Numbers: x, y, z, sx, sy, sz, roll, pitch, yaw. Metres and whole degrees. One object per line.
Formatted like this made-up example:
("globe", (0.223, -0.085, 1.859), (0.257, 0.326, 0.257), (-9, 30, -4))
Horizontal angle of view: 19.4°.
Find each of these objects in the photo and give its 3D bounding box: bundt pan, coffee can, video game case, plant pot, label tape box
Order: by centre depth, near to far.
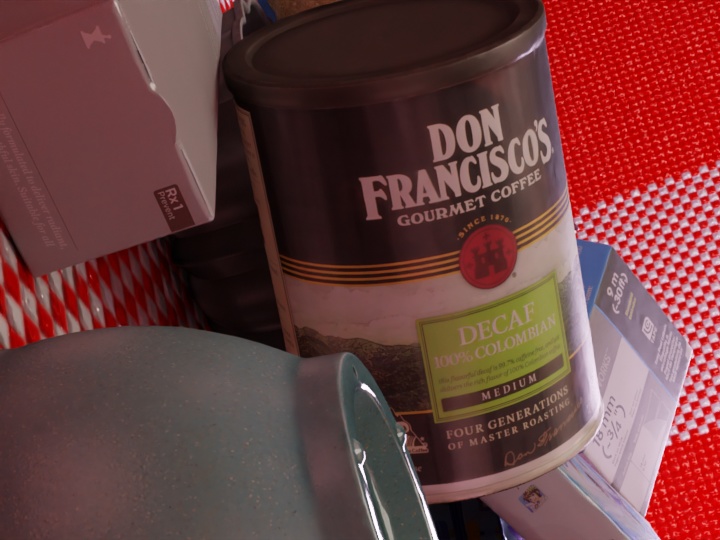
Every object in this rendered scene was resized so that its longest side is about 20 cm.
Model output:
("plant pot", (-0.045, 0.103, 0.714), (0.200, 0.134, 0.201), (-19, 90, -82))
("coffee can", (0.027, -0.015, 0.968), (0.146, 0.146, 0.201), (-87, 167, -68))
("bundt pan", (-0.060, -0.039, 1.116), (0.202, 0.075, 0.203), (-19, 90, -82))
("video game case", (0.107, 0.124, 1.182), (0.181, 0.045, 0.200), (43, 4, -9))
("label tape box", (0.144, 0.062, 1.446), (0.200, 0.063, 0.145), (47, 53, -40))

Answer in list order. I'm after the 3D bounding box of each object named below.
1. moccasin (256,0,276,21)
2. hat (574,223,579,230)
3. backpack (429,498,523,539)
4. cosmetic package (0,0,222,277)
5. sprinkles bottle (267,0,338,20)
("moccasin", (-0.009, -0.144, 1.232), (0.068, 0.199, 0.081), (40, 37, -46))
("hat", (0.066, 0.026, 1.412), (0.166, 0.175, 0.201), (59, 14, -48))
("backpack", (0.087, 0.212, 1.316), (0.183, 0.134, 0.201), (-94, 161, -58))
("cosmetic package", (-0.113, -0.098, 0.886), (0.200, 0.090, 0.107), (-89, 159, -60))
("sprinkles bottle", (0.007, -0.072, 1.125), (0.068, 0.068, 0.201), (45, 27, -71))
